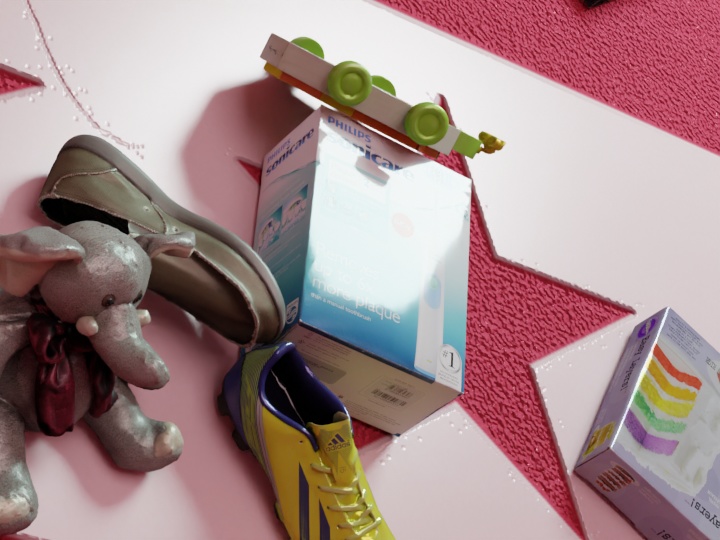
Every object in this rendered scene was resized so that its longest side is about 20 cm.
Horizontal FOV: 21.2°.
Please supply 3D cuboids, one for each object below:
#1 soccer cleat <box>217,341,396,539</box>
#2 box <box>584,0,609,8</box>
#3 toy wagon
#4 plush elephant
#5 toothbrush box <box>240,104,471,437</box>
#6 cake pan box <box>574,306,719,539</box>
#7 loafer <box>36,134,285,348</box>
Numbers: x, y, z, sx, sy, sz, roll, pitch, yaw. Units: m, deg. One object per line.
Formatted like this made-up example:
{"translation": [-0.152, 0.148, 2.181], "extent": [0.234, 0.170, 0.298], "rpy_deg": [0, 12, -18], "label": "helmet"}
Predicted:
{"translation": [-0.024, 0.139, 1.319], "extent": [0.065, 0.084, 0.200], "rpy_deg": [-29, 84, -47], "label": "soccer cleat"}
{"translation": [0.238, -0.365, 1.892], "extent": [0.200, 0.048, 0.193], "rpy_deg": [-27, 85, -47], "label": "box"}
{"translation": [0.020, -0.127, 1.492], "extent": [0.200, 0.040, 0.155], "rpy_deg": [26, 6, -20], "label": "toy wagon"}
{"translation": [-0.175, 0.038, 1.204], "extent": [0.165, 0.155, 0.200], "rpy_deg": [-11, 72, -43], "label": "plush elephant"}
{"translation": [0.000, 0.000, 1.429], "extent": [0.146, 0.085, 0.200], "rpy_deg": [26, 48, -25], "label": "toothbrush box"}
{"translation": [0.284, 0.157, 1.592], "extent": [0.200, 0.052, 0.184], "rpy_deg": [43, 46, -10], "label": "cake pan box"}
{"translation": [-0.141, -0.008, 1.324], "extent": [0.200, 0.075, 0.070], "rpy_deg": [37, 50, 4], "label": "loafer"}
